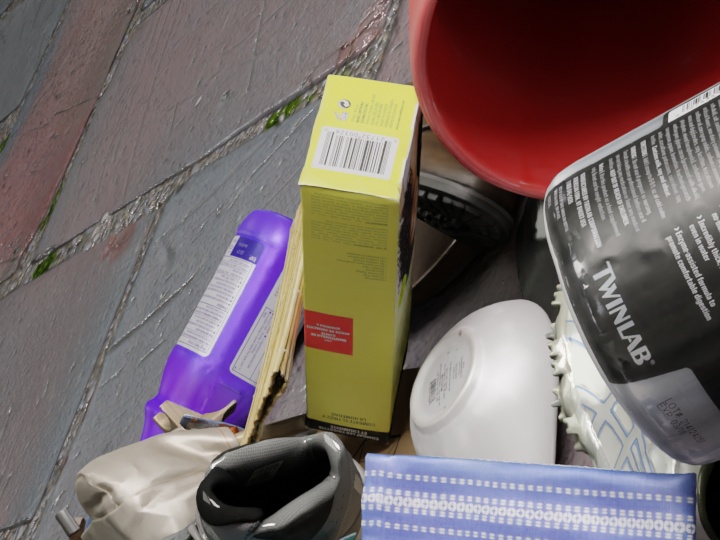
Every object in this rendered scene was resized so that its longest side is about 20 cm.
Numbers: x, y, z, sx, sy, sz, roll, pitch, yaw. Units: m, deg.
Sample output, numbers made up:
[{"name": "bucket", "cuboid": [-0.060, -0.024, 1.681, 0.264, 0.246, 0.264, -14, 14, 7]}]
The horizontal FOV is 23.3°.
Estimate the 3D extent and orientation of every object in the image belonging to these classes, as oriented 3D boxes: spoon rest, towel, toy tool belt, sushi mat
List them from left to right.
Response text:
[{"name": "toy tool belt", "cuboid": [-0.094, 0.140, 1.012, 0.122, 0.125, 0.200, -34, -7, -24]}, {"name": "sushi mat", "cuboid": [-0.038, 0.016, 0.941, 0.201, 0.012, 0.096, -79, 10, -46]}, {"name": "spoon rest", "cuboid": [0.057, 0.098, 0.811, 0.099, 0.060, 0.201, -41, 29, 39]}, {"name": "towel", "cuboid": [0.050, 0.171, 0.652, 0.144, 0.024, 0.202, 0, 78, 33]}]

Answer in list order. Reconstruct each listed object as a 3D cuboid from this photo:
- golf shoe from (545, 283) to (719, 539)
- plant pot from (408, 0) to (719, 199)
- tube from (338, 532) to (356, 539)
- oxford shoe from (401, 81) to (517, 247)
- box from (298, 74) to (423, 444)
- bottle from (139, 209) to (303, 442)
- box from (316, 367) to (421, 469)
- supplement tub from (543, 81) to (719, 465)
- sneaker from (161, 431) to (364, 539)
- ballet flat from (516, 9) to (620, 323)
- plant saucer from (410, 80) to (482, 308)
[{"name": "golf shoe", "cuboid": [0.130, 0.067, 0.718, 0.097, 0.078, 0.202, -21, 47, 30]}, {"name": "plant pot", "cuboid": [0.106, -0.164, 0.828, 0.200, 0.199, 0.178, -44, 36, 30]}, {"name": "tube", "cuboid": [-0.063, 0.218, 0.857, 0.077, 0.050, 0.201, -16, -46, -62]}, {"name": "oxford shoe", "cuboid": [0.043, -0.069, 0.950, 0.085, 0.072, 0.200, -54, 24, 4]}, {"name": "box", "cuboid": [0.000, 0.000, 0.868, 0.201, 0.050, 0.076, 92, -171, -53]}, {"name": "bottle", "cuboid": [-0.088, 0.059, 1.140, 0.201, 0.065, 0.083, -62, 18, -7]}, {"name": "box", "cuboid": [-0.001, 0.145, 0.921, 0.163, 0.021, 0.201, -16, 48, 58]}, {"name": "supplement tub", "cuboid": [0.175, -0.024, 0.614, 0.199, 0.123, 0.123, -28, 34, 21]}, {"name": "sneaker", "cuboid": [-0.083, 0.141, 0.840, 0.200, 0.075, 0.116, -39, -22, -12]}, {"name": "ballet flat", "cuboid": [0.121, -0.046, 0.892, 0.066, 0.057, 0.202, -9, 56, 31]}, {"name": "plant saucer", "cuboid": [0.044, -0.052, 1.054, 0.200, 0.032, 0.201, -44, 28, 31]}]
